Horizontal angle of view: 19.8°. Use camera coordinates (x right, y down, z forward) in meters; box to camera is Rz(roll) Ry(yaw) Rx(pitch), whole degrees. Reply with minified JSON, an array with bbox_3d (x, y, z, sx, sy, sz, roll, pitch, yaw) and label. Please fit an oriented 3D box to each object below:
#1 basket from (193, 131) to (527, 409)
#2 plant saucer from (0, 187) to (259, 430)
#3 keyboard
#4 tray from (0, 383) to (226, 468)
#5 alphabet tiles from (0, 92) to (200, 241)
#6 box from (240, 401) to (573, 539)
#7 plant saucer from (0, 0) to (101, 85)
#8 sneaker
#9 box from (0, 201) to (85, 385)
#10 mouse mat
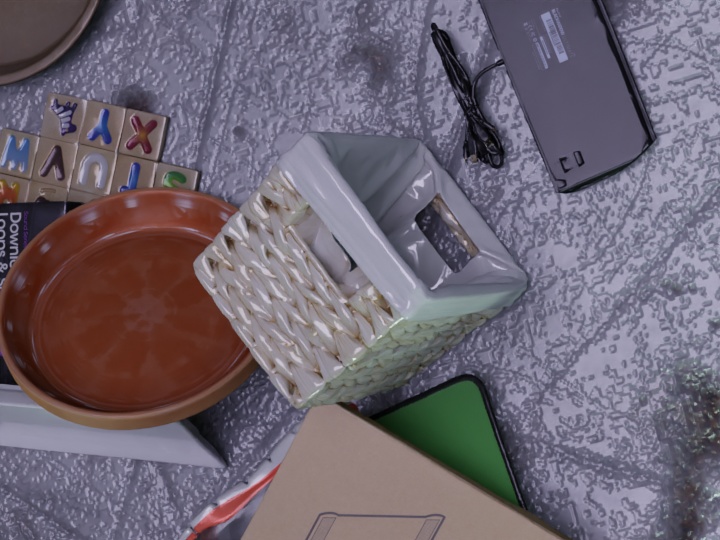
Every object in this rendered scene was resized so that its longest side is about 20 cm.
[{"bbox_3d":[0.000,0.000,1.336,0.123,0.200,0.136,-42,76,18],"label":"basket"},{"bbox_3d":[-0.150,0.027,1.418,0.199,0.032,0.201,-4,51,4],"label":"plant saucer"},{"bbox_3d":[0.110,-0.146,1.394,0.126,0.021,0.201,-23,80,12],"label":"keyboard"},{"bbox_3d":[-0.200,0.106,1.455,0.198,0.107,0.022,4,69,19],"label":"tray"},{"bbox_3d":[-0.205,-0.023,1.508,0.165,0.006,0.202,13,93,19],"label":"alphabet tiles"},{"bbox_3d":[0.021,0.200,1.353,0.199,0.021,0.164,30,100,7],"label":"box"},{"bbox_3d":[-0.269,-0.235,1.526,0.198,0.029,0.202,-1,87,20],"label":"plant saucer"},{"bbox_3d":[-0.057,0.181,1.407,0.200,0.077,0.082,-46,73,17],"label":"sneaker"},{"bbox_3d":[-0.296,0.023,1.518,0.198,0.036,0.144,-2,88,18],"label":"box"},{"bbox_3d":[0.045,0.189,1.394,0.160,0.008,0.201,-26,74,24],"label":"mouse mat"}]
